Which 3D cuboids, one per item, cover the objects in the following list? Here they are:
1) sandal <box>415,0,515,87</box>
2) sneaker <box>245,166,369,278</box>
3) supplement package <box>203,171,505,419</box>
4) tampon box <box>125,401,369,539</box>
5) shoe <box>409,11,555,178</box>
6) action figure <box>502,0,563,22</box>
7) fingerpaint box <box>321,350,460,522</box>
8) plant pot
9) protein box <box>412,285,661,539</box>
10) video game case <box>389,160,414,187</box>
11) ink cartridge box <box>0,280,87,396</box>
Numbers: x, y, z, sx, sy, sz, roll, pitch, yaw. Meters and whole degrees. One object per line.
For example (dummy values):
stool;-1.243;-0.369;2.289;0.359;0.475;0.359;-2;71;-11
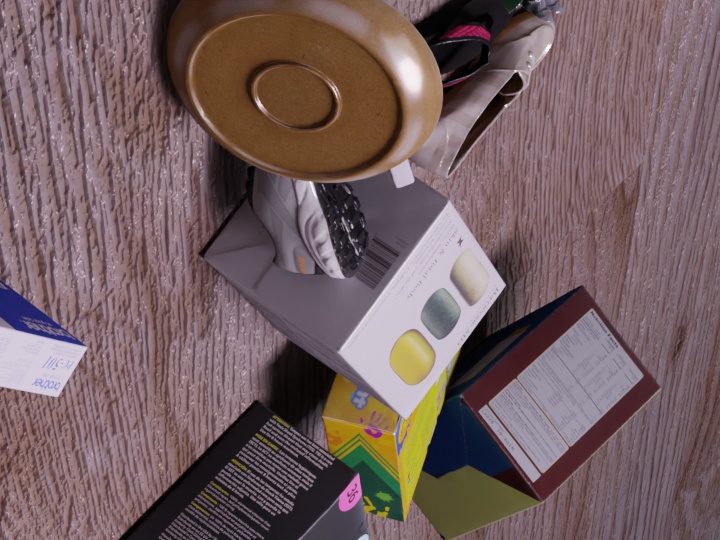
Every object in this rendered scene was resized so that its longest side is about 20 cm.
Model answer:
sandal;0.072;-0.182;1.766;0.200;0.045;0.075;-31;146;-42
sneaker;-0.058;-0.082;1.581;0.074;0.079;0.201;-50;130;-55
supplement package;0.000;0.000;1.731;0.152;0.151;0.200;-53;155;-6
tampon box;-0.103;0.253;1.885;0.200;0.126;0.150;-45;154;-22
shoe;0.115;-0.156;1.866;0.200;0.053;0.070;-45;153;-22
action figure;0.190;-0.307;1.749;0.200;0.055;0.118;-66;173;24
fingerpaint box;0.031;0.101;1.926;0.167;0.073;0.200;83;23;-56
plant pot;-0.043;-0.128;1.453;0.200;0.200;0.028;93;11;-49
protein box;0.155;0.146;2.117;0.200;0.135;0.198;-39;-177;-33
video game case;-0.002;-0.168;1.553;0.017;0.143;0.200;-19;151;1
ink cartridge box;-0.270;0.031;1.351;0.044;0.094;0.200;-58;155;5
